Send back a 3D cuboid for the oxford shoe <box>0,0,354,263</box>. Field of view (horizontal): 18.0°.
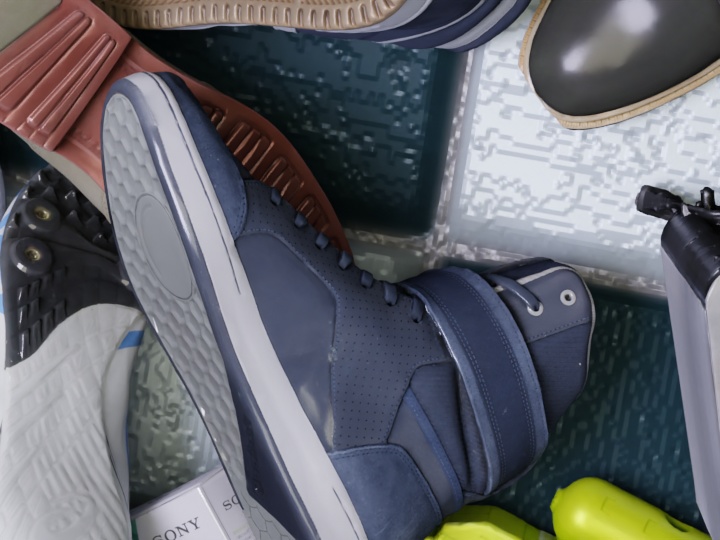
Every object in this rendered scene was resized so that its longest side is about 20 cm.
[{"bbox_3d":[-0.080,-0.049,0.862,0.071,0.074,0.200,-46,115,-3],"label":"oxford shoe"}]

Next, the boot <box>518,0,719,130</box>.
[{"bbox_3d":[0.133,-0.123,0.790,0.200,0.138,0.078,-41,89,13],"label":"boot"}]

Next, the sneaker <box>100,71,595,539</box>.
[{"bbox_3d":[0.000,0.001,0.828,0.146,0.077,0.203,-29,103,-22],"label":"sneaker"}]

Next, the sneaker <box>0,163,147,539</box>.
[{"bbox_3d":[-0.119,0.047,0.857,0.072,0.072,0.201,19,56,-26],"label":"sneaker"}]

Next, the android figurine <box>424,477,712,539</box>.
[{"bbox_3d":[0.068,0.169,0.883,0.199,0.041,0.183,26,100,5],"label":"android figurine"}]

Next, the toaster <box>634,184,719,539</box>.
[{"bbox_3d":[0.196,0.028,0.779,0.180,0.200,0.119,-6,98,2],"label":"toaster"}]

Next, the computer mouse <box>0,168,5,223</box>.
[{"bbox_3d":[-0.172,-0.074,0.880,0.044,0.110,0.201,-17,106,-8],"label":"computer mouse"}]

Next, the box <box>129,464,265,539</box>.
[{"bbox_3d":[-0.054,0.186,0.881,0.144,0.036,0.201,-29,89,37],"label":"box"}]

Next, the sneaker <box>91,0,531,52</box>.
[{"bbox_3d":[-0.026,-0.122,0.860,0.199,0.108,0.070,14,103,39],"label":"sneaker"}]
